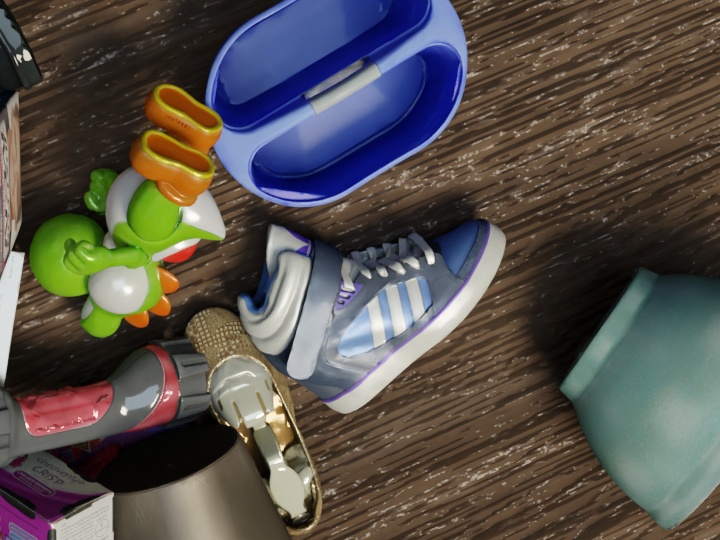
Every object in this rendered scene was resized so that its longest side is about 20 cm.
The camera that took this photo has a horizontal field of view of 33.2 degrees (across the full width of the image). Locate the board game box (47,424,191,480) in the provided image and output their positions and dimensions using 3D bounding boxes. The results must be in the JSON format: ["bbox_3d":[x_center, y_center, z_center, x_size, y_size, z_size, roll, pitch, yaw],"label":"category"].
[{"bbox_3d":[-0.200,0.191,0.948,0.198,0.039,0.160,16,99,-15],"label":"board game box"}]

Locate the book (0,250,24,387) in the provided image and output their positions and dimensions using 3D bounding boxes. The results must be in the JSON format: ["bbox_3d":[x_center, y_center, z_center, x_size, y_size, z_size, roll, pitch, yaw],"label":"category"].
[{"bbox_3d":[-0.347,0.039,0.846,0.198,0.048,0.135,10,83,-19],"label":"book"}]

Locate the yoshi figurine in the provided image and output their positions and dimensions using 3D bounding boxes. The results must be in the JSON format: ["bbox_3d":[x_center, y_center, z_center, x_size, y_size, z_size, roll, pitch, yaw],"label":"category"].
[{"bbox_3d":[-0.176,-0.035,0.853,0.112,0.112,0.201,-13,147,-44],"label":"yoshi figurine"}]

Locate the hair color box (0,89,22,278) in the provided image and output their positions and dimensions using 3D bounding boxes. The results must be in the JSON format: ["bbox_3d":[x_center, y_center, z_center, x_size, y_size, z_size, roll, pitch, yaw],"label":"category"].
[{"bbox_3d":[-0.258,-0.061,0.790,0.060,0.200,0.101,0,104,-12],"label":"hair color box"}]

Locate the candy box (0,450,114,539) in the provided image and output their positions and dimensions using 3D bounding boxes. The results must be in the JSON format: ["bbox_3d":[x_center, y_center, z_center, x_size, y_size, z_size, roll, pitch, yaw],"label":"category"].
[{"bbox_3d":[-0.244,0.231,0.883,0.061,0.135,0.202,-20,124,-49],"label":"candy box"}]

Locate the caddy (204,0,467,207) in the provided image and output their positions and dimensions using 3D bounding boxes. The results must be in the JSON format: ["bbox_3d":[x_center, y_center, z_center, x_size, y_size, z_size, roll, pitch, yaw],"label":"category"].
[{"bbox_3d":[-0.019,-0.135,0.875,0.199,0.105,0.142,-31,107,-3],"label":"caddy"}]

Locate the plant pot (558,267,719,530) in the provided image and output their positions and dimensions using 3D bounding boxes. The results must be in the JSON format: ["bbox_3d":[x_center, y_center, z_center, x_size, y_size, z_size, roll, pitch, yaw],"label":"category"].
[{"bbox_3d":[0.242,0.082,0.959,0.134,0.200,0.201,35,94,9],"label":"plant pot"}]

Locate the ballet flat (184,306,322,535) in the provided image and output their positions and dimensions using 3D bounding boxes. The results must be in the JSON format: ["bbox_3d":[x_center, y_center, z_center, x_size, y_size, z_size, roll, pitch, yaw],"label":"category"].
[{"bbox_3d":[-0.077,0.122,0.947,0.070,0.065,0.202,-29,108,-7],"label":"ballet flat"}]

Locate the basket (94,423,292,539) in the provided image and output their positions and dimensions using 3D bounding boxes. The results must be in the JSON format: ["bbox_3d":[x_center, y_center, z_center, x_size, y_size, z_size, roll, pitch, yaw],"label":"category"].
[{"bbox_3d":[-0.117,0.231,0.904,0.179,0.136,0.202,-23,105,-27],"label":"basket"}]

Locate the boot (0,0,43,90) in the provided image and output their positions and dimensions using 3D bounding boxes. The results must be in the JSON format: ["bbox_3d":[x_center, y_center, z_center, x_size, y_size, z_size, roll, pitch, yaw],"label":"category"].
[{"bbox_3d":[-0.332,-0.171,0.809,0.167,0.076,0.201,-35,102,-6],"label":"boot"}]

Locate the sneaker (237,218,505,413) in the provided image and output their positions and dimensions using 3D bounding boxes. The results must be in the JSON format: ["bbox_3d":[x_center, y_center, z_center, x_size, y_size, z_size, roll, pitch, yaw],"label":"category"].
[{"bbox_3d":[0.000,0.000,0.926,0.200,0.081,0.146,-45,111,4],"label":"sneaker"}]

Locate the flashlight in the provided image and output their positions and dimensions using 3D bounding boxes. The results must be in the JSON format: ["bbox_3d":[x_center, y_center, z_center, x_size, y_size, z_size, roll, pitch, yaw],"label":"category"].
[{"bbox_3d":[-0.204,0.093,0.865,0.198,0.068,0.068,-6,69,-42],"label":"flashlight"}]
